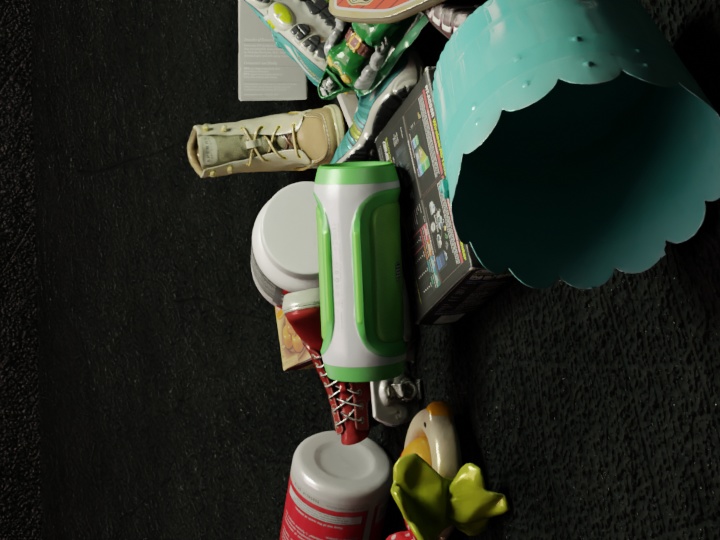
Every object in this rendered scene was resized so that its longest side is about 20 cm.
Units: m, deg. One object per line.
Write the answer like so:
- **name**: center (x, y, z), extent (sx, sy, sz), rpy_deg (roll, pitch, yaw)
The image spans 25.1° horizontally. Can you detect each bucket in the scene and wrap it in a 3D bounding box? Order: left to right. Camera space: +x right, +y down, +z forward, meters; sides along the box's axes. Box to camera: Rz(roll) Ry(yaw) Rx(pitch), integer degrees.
- **bucket**: center (0.150, -0.100, 1.162), extent (0.135, 0.206, 0.208), rpy_deg (-103, 22, -45)

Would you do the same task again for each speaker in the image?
- **speaker**: center (0.000, 0.000, 1.527), extent (0.088, 0.088, 0.202), rpy_deg (-165, 71, -67)

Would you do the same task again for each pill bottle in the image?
- **pill bottle**: center (-0.060, -0.024, 1.719), extent (0.200, 0.113, 0.115), rpy_deg (112, 150, -79)
- **pill bottle**: center (-0.032, 0.286, 1.782), extent (0.112, 0.112, 0.201), rpy_deg (-124, 37, -50)

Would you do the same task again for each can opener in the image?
- **can opener**: center (0.024, 0.062, 1.683), extent (0.067, 0.053, 0.202), rpy_deg (163, 103, -67)

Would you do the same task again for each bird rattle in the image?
- **bird rattle**: center (0.075, 0.220, 1.580), extent (0.200, 0.112, 0.164), rpy_deg (100, 169, -61)

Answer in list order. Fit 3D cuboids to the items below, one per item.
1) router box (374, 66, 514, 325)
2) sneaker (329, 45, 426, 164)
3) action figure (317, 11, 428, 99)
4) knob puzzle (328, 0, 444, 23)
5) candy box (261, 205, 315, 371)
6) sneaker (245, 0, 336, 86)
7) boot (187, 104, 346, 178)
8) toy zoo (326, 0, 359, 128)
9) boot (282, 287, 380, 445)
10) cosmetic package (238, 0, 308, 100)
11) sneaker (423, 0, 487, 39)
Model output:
- **router box**: center (0.082, -0.068, 1.503), extent (0.150, 0.062, 0.201), rpy_deg (131, 131, -62)
- **sneaker**: center (0.021, -0.147, 1.648), extent (0.200, 0.077, 0.080), rpy_deg (125, 146, -44)
- **action figure**: center (0.014, -0.238, 1.554), extent (0.118, 0.055, 0.200), rpy_deg (49, 128, 18)
- **knob puzzle**: center (0.041, -0.304, 1.451), extent (0.219, 0.030, 0.221), rpy_deg (-23, 50, 31)
- **candy box**: center (-0.061, 0.009, 1.879), extent (0.115, 0.055, 0.201), rpy_deg (152, 111, -64)
- **sneaker**: center (-0.085, -0.276, 1.741), extent (0.200, 0.077, 0.080), rpy_deg (53, 157, 19)
- **boot**: center (-0.107, -0.143, 1.831), extent (0.200, 0.154, 0.073), rpy_deg (-178, 83, -70)
- **toy zoo**: center (-0.004, -0.240, 1.741), extent (0.132, 0.020, 0.201), rpy_deg (111, 147, -47)
- **boot**: center (-0.023, 0.101, 1.672), extent (0.200, 0.072, 0.145), rpy_deg (40, -135, -65)
- **cosmetic package**: center (-0.100, -0.299, 1.852), extent (0.107, 0.089, 0.202), rpy_deg (-102, 9, -80)
- **sneaker**: center (0.107, -0.173, 1.413), extent (0.200, 0.075, 0.116), rpy_deg (-135, 43, -57)
